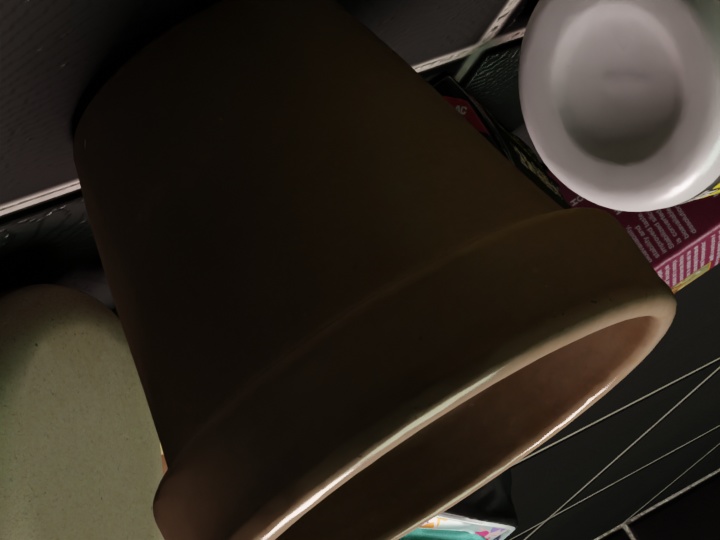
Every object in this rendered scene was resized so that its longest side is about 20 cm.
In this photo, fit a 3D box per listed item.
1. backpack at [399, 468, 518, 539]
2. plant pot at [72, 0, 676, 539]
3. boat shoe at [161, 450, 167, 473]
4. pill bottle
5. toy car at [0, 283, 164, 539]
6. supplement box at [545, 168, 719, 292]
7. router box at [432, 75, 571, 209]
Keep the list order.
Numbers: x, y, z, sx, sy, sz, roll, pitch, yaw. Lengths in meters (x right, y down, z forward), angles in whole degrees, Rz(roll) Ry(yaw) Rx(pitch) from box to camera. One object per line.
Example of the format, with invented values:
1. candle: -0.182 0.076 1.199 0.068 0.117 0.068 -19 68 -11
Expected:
1. backpack: -0.005 0.142 1.166 0.176 0.152 0.200 10 164 -12
2. plant pot: -0.013 -0.002 0.701 0.199 0.175 0.200 -30 164 -9
3. boat shoe: -0.110 0.083 0.981 0.067 0.072 0.200 -28 160 7
4. pill bottle: 0.170 -0.095 0.900 0.199 0.113 0.112 -15 157 -49
5. toy car: -0.178 0.092 0.825 0.199 0.159 0.164 -8 180 40
6. supplement box: 0.140 -0.017 1.130 0.199 0.086 0.110 -33 165 1
7. router box: 0.000 0.000 0.947 0.199 0.062 0.150 -36 164 9
